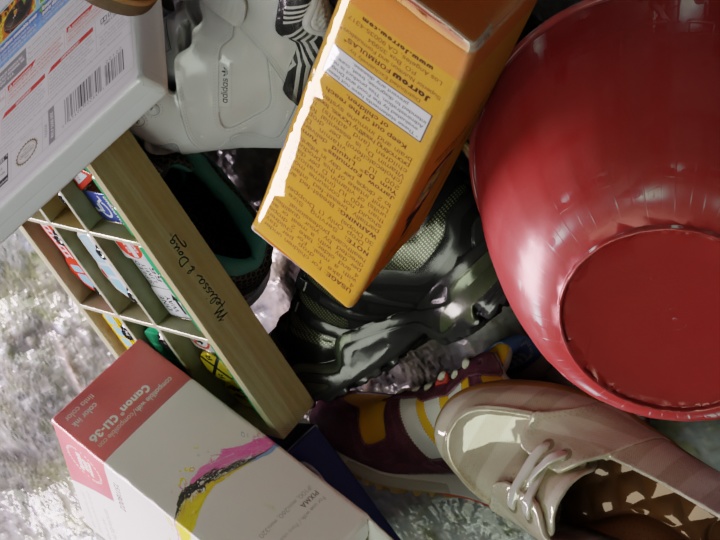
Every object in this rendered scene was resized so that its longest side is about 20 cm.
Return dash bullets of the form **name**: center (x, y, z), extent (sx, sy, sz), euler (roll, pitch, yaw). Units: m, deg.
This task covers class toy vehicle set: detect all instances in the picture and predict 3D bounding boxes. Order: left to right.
- **toy vehicle set**: center (-0.115, -0.006, 1.192), extent (0.124, 0.027, 0.200), euler (11, 142, 50)

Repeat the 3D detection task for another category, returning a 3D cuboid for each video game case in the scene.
- **video game case**: center (-0.143, -0.118, 1.116), extent (0.018, 0.200, 0.143), euler (25, 131, -35)

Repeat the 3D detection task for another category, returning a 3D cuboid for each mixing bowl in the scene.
- **mixing bowl**: center (0.137, -0.011, 1.025), extent (0.200, 0.108, 0.200), euler (6, 127, 8)

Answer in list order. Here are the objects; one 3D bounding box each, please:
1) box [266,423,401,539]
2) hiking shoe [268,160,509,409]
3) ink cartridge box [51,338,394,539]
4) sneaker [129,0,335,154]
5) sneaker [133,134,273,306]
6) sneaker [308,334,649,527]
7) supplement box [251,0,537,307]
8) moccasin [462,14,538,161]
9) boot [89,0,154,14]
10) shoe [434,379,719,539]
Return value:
- **box**: center (-0.029, 0.133, 1.289), extent (0.121, 0.032, 0.200), euler (54, 158, -17)
- **hiking shoe**: center (0.000, 0.000, 1.217), extent (0.200, 0.076, 0.101), euler (-27, 94, 39)
- **ink cartridge box**: center (-0.056, 0.137, 1.212), extent (0.200, 0.067, 0.117), euler (36, 156, 25)
- **sneaker**: center (-0.068, -0.120, 1.105), extent (0.115, 0.075, 0.200), euler (-9, 141, 6)
- **sneaker**: center (-0.114, -0.059, 1.222), extent (0.200, 0.078, 0.091), euler (41, 167, -9)
- **sneaker**: center (0.060, 0.070, 1.229), extent (0.200, 0.075, 0.090), euler (12, 108, 34)
- **supplement box**: center (0.013, -0.070, 1.039), extent (0.069, 0.067, 0.200), euler (35, 144, 9)
- **moccasin**: center (0.038, -0.107, 1.095), extent (0.078, 0.074, 0.201), euler (-22, 119, 36)
- **boot**: center (-0.102, -0.203, 1.030), extent (0.074, 0.200, 0.075), euler (17, 144, -35)
- **shoe**: center (0.121, 0.104, 1.122), extent (0.200, 0.053, 0.070), euler (22, 101, 20)
